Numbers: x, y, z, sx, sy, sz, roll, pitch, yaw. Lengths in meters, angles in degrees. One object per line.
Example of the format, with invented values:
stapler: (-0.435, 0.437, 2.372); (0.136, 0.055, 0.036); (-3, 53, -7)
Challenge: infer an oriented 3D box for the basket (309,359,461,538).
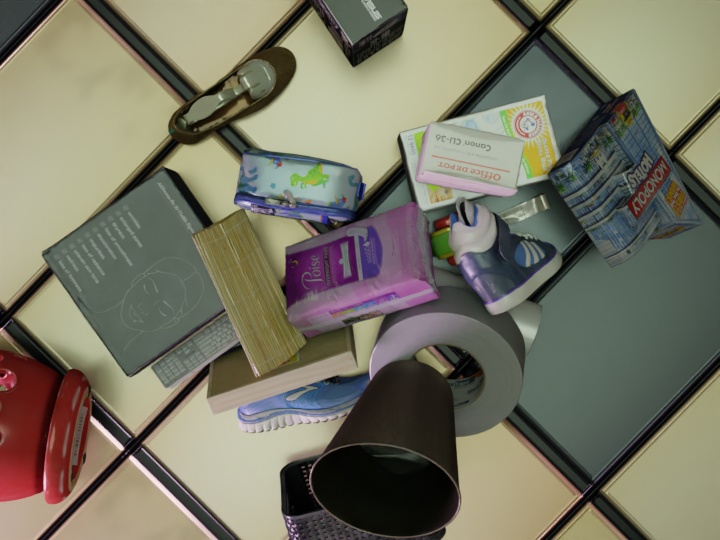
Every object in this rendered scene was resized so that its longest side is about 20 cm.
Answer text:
basket: (0.048, 0.210, 1.457); (0.179, 0.200, 0.137); (8, 119, 10)

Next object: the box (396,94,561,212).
box: (0.158, -0.153, 1.571); (0.199, 0.101, 0.113); (-14, 92, 1)

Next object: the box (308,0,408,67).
box: (-0.020, -0.363, 1.517); (0.086, 0.200, 0.164); (-33, 91, 1)

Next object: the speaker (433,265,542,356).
speaker: (0.141, 0.052, 1.587); (0.199, 0.081, 0.082); (20, 91, 0)

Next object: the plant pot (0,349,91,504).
plant pot: (-0.452, 0.205, 1.535); (0.182, 0.200, 0.201); (8, 91, -3)

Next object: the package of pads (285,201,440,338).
package of pads: (0.000, 0.000, 1.522); (0.199, 0.076, 0.121); (-18, 57, 21)

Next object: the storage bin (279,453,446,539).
storage bin: (0.001, 0.304, 1.554); (0.199, 0.135, 0.094); (-13, 112, 0)

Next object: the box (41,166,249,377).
box: (-0.275, 0.001, 1.565); (0.196, 0.124, 0.200); (-35, 92, 2)

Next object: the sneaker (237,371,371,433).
sneaker: (-0.073, 0.159, 1.592); (0.199, 0.079, 0.090); (-11, 94, 1)

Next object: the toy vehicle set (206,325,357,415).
toy vehicle set: (-0.104, 0.119, 1.560); (0.199, 0.124, 0.027); (-19, 114, 5)

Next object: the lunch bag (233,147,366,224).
lunch bag: (-0.074, -0.106, 1.523); (0.160, 0.200, 0.083); (8, 92, -1)

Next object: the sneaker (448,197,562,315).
sneaker: (0.182, -0.041, 1.529); (0.080, 0.200, 0.147); (-26, 97, 34)

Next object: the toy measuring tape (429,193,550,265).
toy measuring tape: (0.163, -0.057, 1.589); (0.199, 0.074, 0.074); (-22, 91, 1)

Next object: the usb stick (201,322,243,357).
usb stick: (-0.123, 0.068, 1.604); (0.199, 0.056, 0.033); (-22, 128, 1)

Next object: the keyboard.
keyboard: (-0.188, 0.086, 1.581); (0.200, 0.011, 0.056); (-35, 47, -11)

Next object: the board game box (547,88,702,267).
board game box: (0.358, -0.104, 1.550); (0.200, 0.062, 0.200); (52, 46, -11)

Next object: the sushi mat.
sushi mat: (-0.140, 0.028, 1.502); (0.012, 0.096, 0.201); (-17, 100, 43)

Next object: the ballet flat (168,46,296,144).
ballet flat: (-0.173, -0.236, 1.584); (0.199, 0.072, 0.068); (-30, 92, 1)

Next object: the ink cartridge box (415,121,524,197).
ink cartridge box: (0.130, -0.132, 1.420); (0.116, 0.200, 0.068); (11, 92, -1)

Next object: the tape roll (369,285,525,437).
tape roll: (0.115, 0.121, 1.549); (0.199, 0.066, 0.201); (5, 122, 8)
